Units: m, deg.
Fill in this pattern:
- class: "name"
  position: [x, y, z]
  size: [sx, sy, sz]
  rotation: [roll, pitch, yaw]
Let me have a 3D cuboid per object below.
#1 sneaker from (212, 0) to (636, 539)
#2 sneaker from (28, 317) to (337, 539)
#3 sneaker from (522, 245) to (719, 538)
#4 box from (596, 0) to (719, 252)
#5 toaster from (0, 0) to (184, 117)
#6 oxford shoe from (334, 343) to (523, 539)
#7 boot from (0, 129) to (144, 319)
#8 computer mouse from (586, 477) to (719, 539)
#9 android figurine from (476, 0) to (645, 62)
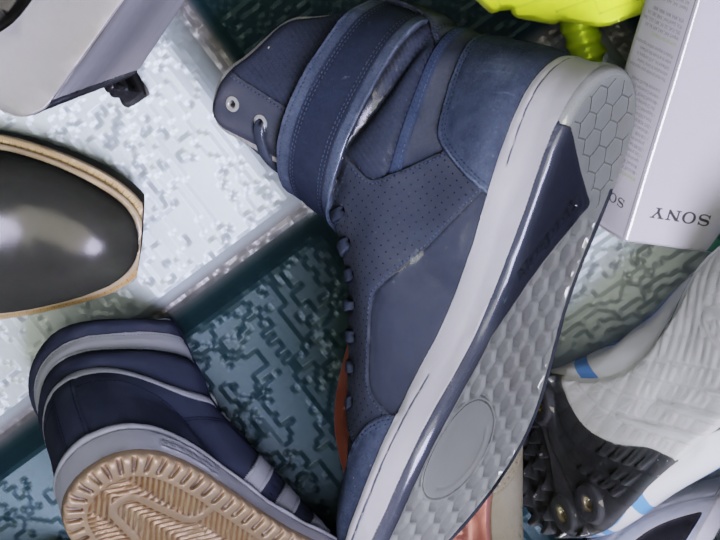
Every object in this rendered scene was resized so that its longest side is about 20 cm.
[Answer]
- class: "sneaker"
  position: [0.001, 0.000, 0.834]
  size: [0.146, 0.077, 0.203]
  rotation: [24, 95, 29]
- class: "sneaker"
  position: [-0.056, 0.093, 0.902]
  size: [0.070, 0.109, 0.200]
  rotation: [-39, 132, 8]
- class: "sneaker"
  position: [0.122, 0.046, 0.848]
  size: [0.072, 0.200, 0.072]
  rotation: [-5, 66, -36]
- class: "box"
  position: [0.174, -0.099, 0.828]
  size: [0.144, 0.036, 0.201]
  rotation: [7, 109, -28]
- class: "toaster"
  position: [-0.130, -0.148, 0.777]
  size: [0.181, 0.200, 0.119]
  rotation: [39, 100, -1]
- class: "oxford shoe"
  position: [0.031, 0.082, 0.882]
  size: [0.070, 0.074, 0.201]
  rotation: [1, 78, 16]
- class: "boot"
  position: [-0.183, -0.004, 0.833]
  size: [0.199, 0.138, 0.078]
  rotation: [2, 105, -1]
- class: "computer mouse"
  position: [0.084, 0.160, 0.908]
  size: [0.044, 0.110, 0.200]
  rotation: [31, 92, 12]
- class: "android figurine"
  position: [0.076, -0.175, 0.834]
  size: [0.181, 0.041, 0.201]
  rotation: [-21, 103, 6]
